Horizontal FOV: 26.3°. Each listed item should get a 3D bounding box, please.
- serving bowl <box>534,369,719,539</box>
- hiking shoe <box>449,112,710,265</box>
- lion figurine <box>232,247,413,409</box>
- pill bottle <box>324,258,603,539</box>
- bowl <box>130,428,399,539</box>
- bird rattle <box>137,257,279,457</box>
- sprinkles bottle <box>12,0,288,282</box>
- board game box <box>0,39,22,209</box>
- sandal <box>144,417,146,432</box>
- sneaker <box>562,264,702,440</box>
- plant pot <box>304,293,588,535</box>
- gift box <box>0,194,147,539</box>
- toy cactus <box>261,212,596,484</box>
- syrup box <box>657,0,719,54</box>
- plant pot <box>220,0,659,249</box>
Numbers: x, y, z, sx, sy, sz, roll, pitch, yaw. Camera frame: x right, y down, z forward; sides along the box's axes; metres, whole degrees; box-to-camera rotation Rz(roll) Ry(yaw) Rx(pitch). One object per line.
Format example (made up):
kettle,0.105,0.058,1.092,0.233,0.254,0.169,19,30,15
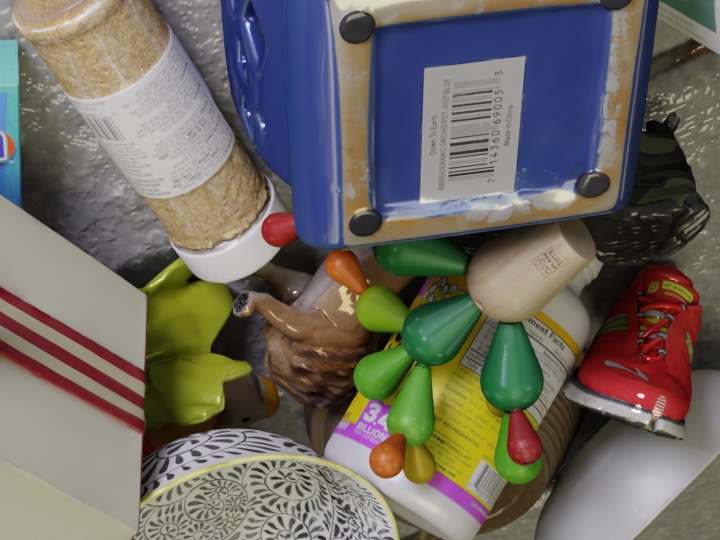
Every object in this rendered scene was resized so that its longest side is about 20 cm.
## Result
serving bowl,0.188,0.136,1.064,0.200,0.066,0.200,-41,167,-11
hiking shoe,0.098,-0.060,0.888,0.199,0.101,0.076,6,144,-16
lion figurine,0.000,0.000,0.931,0.122,0.073,0.200,31,117,-33
pill bottle,0.070,0.055,0.928,0.104,0.104,0.200,41,75,-38
bowl,-0.086,0.159,0.899,0.200,0.094,0.201,-13,128,-17
bird rattle,-0.141,0.093,0.971,0.200,0.113,0.163,-35,147,22
sprinkles bottle,-0.108,-0.080,0.836,0.068,0.068,0.200,-24,133,8
board game box,-0.264,-0.033,0.856,0.152,0.045,0.200,-2,131,-12
sandal,-0.192,0.141,0.892,0.201,0.080,0.057,-30,127,25
sneaker,0.175,0.041,0.951,0.077,0.200,0.085,19,108,5
plant pot,0.068,0.112,1.040,0.200,0.093,0.201,-7,132,-8
gift box,-0.220,0.049,0.790,0.200,0.185,0.187,-32,134,23
toy cactus,0.047,0.022,0.814,0.165,0.200,0.102,-36,175,32
syrup box,0.234,-0.189,0.765,0.200,0.079,0.082,-32,137,-17
plant pot,0.039,-0.126,0.755,0.199,0.180,0.200,-8,133,-8
